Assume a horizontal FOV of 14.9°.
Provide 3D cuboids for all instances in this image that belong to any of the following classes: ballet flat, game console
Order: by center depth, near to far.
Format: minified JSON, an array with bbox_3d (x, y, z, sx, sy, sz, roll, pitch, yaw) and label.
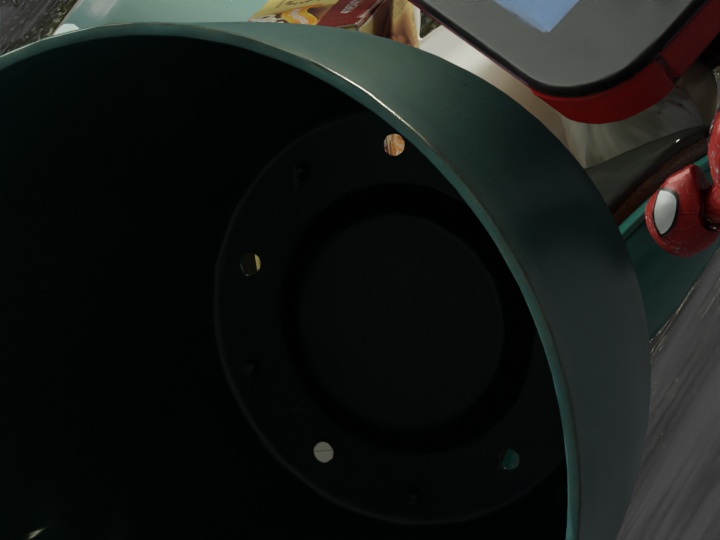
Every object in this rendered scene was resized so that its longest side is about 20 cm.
[{"bbox_3d":[0.046,0.022,0.846,0.200,0.068,0.068,-54,-28,-27],"label":"ballet flat"},{"bbox_3d":[0.083,-0.152,0.958,0.177,0.031,0.200,-50,45,1],"label":"game console"}]

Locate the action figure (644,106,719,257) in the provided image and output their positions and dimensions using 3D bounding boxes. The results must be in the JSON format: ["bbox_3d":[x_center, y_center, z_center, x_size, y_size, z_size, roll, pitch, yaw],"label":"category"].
[{"bbox_3d":[0.140,-0.072,0.772,0.200,0.052,0.066,-56,4,37],"label":"action figure"}]

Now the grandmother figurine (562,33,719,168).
[{"bbox_3d":[0.141,-0.112,0.958,0.200,0.060,0.121,-53,20,0],"label":"grandmother figurine"}]

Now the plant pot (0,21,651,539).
[{"bbox_3d":[-0.016,0.029,0.708,0.201,0.200,0.161,-53,-11,21],"label":"plant pot"}]

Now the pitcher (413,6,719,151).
[{"bbox_3d":[0.054,-0.076,1.094,0.121,0.171,0.200,-45,-5,-48],"label":"pitcher"}]

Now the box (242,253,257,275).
[{"bbox_3d":[-0.003,0.014,1.257,0.200,0.148,0.124,-54,3,-19],"label":"box"}]

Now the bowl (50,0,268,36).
[{"bbox_3d":[-0.099,-0.065,1.226,0.201,0.105,0.201,-54,6,8],"label":"bowl"}]

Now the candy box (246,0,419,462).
[{"bbox_3d":[0.000,0.000,1.013,0.115,0.055,0.201,-58,-41,-71],"label":"candy box"}]
